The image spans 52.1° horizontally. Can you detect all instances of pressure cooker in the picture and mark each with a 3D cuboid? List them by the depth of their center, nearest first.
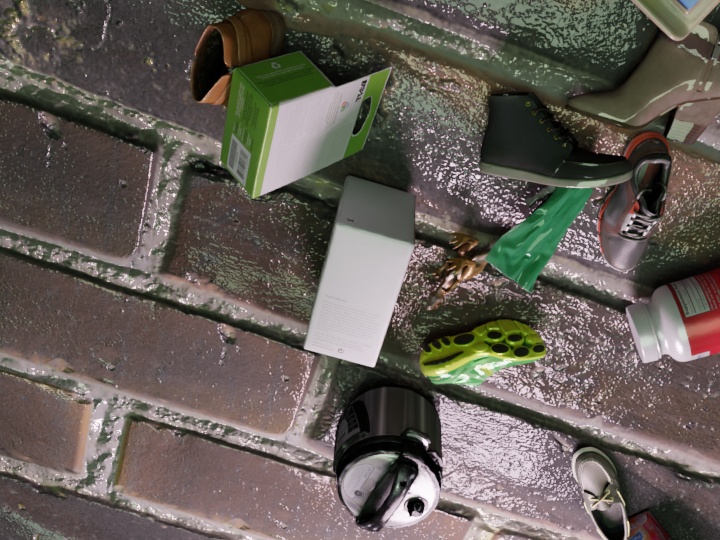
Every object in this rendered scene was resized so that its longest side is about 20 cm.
[{"bbox_3d":[0.048,0.303,1.170,0.175,0.201,0.179,-13,119,12],"label":"pressure cooker"}]

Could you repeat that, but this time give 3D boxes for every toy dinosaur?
[{"bbox_3d":[0.169,-0.015,1.081,0.198,0.061,0.106,-30,149,16],"label":"toy dinosaur"}]

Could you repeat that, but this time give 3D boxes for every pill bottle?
[{"bbox_3d":[0.492,0.064,1.056,0.196,0.113,0.114,-19,117,15],"label":"pill bottle"}]

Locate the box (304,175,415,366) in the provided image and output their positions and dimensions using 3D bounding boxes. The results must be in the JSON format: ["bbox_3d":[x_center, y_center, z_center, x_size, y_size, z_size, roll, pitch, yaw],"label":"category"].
[{"bbox_3d":[0.000,0.000,1.028,0.104,0.153,0.203,15,121,-3],"label":"box"}]

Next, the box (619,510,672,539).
[{"bbox_3d":[0.537,0.548,1.337,0.099,0.096,0.201,-32,113,22],"label":"box"}]

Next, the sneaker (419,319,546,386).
[{"bbox_3d":[0.191,0.133,1.155,0.196,0.075,0.084,-11,144,7],"label":"sneaker"}]

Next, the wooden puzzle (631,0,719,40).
[{"bbox_3d":[0.369,-0.395,0.822,0.185,0.046,0.200,41,115,-2],"label":"wooden puzzle"}]

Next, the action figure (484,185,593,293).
[{"bbox_3d":[0.260,-0.076,1.013,0.117,0.055,0.201,28,103,-41],"label":"action figure"}]

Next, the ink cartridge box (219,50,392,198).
[{"bbox_3d":[-0.069,-0.196,0.931,0.076,0.198,0.149,46,141,20],"label":"ink cartridge box"}]

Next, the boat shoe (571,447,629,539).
[{"bbox_3d":[0.422,0.394,1.279,0.071,0.061,0.204,-20,116,15],"label":"boat shoe"}]

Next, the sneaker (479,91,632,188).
[{"bbox_3d":[0.247,-0.168,0.934,0.196,0.075,0.109,10,111,24],"label":"sneaker"}]

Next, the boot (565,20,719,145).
[{"bbox_3d":[0.373,-0.248,0.922,0.196,0.071,0.149,13,114,-4],"label":"boot"}]

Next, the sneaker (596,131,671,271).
[{"bbox_3d":[0.373,-0.080,1.000,0.075,0.082,0.204,3,120,3],"label":"sneaker"}]

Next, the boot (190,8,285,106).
[{"bbox_3d":[-0.153,-0.220,0.916,0.076,0.155,0.203,25,120,10],"label":"boot"}]
